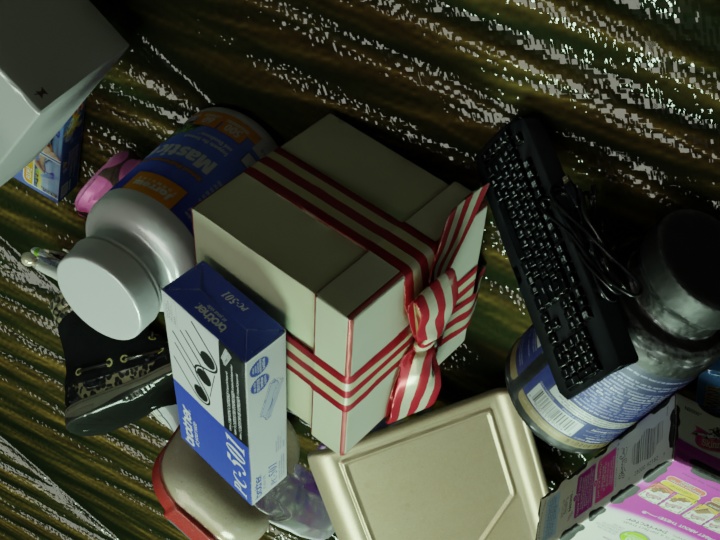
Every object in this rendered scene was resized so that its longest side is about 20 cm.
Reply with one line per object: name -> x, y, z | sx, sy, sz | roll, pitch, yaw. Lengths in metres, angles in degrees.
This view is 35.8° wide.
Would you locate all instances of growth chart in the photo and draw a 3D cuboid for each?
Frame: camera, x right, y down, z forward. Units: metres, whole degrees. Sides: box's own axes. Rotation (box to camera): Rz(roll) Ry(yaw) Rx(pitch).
growth chart -> -0.243, 0.006, 1.063 | 0.144, 0.200, 0.018 | 24, 95, 5

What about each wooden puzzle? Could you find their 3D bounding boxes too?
wooden puzzle -> 0.070, 0.207, 1.016 | 0.198, 0.037, 0.186 | -17, 115, 4

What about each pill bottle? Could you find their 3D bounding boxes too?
pill bottle -> 0.198, 0.046, 0.825 | 0.111, 0.112, 0.200 | 36, 139, 0
pill bottle -> -0.153, -0.038, 0.914 | 0.111, 0.200, 0.113 | 20, 136, 21

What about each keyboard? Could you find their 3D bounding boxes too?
keyboard -> 0.130, -0.017, 0.781 | 0.104, 0.039, 0.201 | -43, 60, 48

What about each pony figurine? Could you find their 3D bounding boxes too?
pony figurine -> 0.002, 0.194, 1.084 | 0.199, 0.167, 0.193 | -35, 117, 31

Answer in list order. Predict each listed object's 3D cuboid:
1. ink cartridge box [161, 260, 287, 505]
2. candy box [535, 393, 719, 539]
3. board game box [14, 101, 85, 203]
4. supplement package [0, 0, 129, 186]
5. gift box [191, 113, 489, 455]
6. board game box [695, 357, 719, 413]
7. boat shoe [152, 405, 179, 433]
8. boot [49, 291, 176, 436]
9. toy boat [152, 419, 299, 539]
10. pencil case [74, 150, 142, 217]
ink cartridge box -> -0.103, 0.093, 0.871 | 0.094, 0.044, 0.201 | 38, 147, 26
candy box -> 0.241, 0.188, 0.860 | 0.135, 0.061, 0.200 | 25, 139, -9
board game box -> -0.320, -0.170, 1.033 | 0.135, 0.035, 0.201 | 30, 138, 6
supplement package -> -0.306, -0.154, 0.921 | 0.121, 0.120, 0.200 | 48, 137, -10
gift box -> 0.000, 0.000, 0.869 | 0.186, 0.200, 0.185 | 35, 149, 25
board game box -> 0.357, 0.150, 0.856 | 0.194, 0.056, 0.201 | 13, 134, 24
boat shoe -> -0.204, 0.139, 1.228 | 0.200, 0.071, 0.070 | 44, 166, -15
boot -> -0.217, 0.063, 1.126 | 0.202, 0.155, 0.074 | -23, 150, 2
toy boat -> -0.150, 0.208, 1.137 | 0.130, 0.200, 0.131 | 44, 122, -9
pencil case -> -0.169, -0.022, 1.036 | 0.200, 0.091, 0.094 | 42, 180, -5
